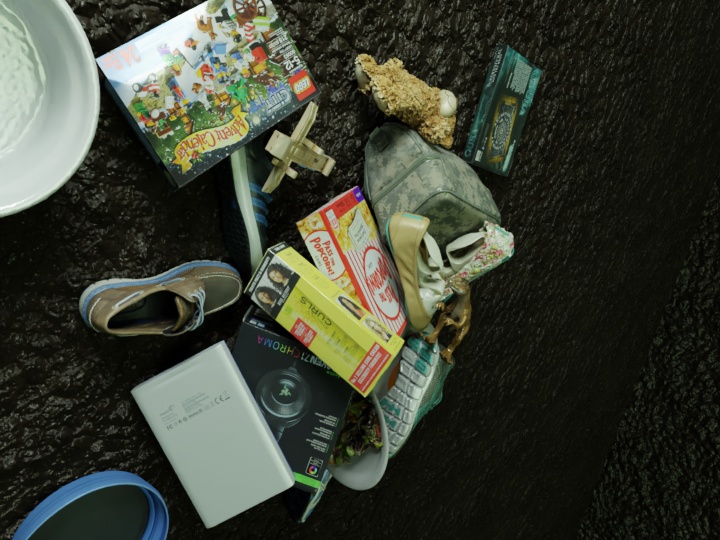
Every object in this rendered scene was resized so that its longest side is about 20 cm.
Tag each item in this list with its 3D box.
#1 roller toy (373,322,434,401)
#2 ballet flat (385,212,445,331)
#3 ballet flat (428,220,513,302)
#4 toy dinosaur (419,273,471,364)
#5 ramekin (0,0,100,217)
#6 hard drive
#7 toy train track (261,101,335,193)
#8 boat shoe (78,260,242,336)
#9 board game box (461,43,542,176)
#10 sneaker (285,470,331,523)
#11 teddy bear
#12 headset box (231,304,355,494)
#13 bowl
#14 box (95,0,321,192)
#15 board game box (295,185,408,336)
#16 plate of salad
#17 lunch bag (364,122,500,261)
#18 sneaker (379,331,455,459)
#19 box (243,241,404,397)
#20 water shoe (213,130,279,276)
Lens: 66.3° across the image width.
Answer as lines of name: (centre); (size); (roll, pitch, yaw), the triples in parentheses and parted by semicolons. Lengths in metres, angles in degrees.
roller toy: (0.035, 0.146, 0.912); (0.200, 0.138, 0.184); (-46, 135, -17)
ballet flat: (0.084, 0.011, 0.749); (0.070, 0.061, 0.203); (-65, 147, -41)
ballet flat: (0.137, -0.007, 0.823); (0.198, 0.077, 0.064); (-38, 116, 25)
toy dinosaur: (0.139, 0.078, 0.790); (0.107, 0.060, 0.201); (-48, 159, -14)
ramekin: (-0.320, -0.151, 0.432); (0.197, 0.097, 0.206); (-22, 124, -36)
hard drive: (-0.184, 0.209, 0.697); (0.129, 0.025, 0.205); (-25, 99, 3)
toy train track: (-0.061, -0.136, 0.678); (0.116, 0.032, 0.200); (-58, 171, 10)
boat shoe: (-0.219, 0.042, 0.651); (0.196, 0.072, 0.075); (-15, 121, -40)
board game box: (0.259, -0.285, 1.006); (0.133, 0.028, 0.206); (5, 105, -47)
sneaker: (-0.069, 0.344, 0.953); (0.076, 0.075, 0.205); (17, 99, -43)
teddy bear: (0.073, -0.239, 0.763); (0.196, 0.147, 0.067); (23, 117, -31)
headset box: (-0.108, 0.180, 0.755); (0.169, 0.093, 0.205); (21, 98, -6)
bowl: (-0.346, 0.352, 0.704); (0.197, 0.039, 0.207); (-22, 124, -37)
box: (-0.153, -0.198, 0.582); (0.199, 0.037, 0.139); (-40, 108, -23)
board game box: (0.000, 0.000, 0.756); (0.204, 0.045, 0.152); (64, 24, -11)
plate of salad: (-0.035, 0.237, 0.842); (0.047, 0.198, 0.206); (-10, 117, -42)
lunch bag: (0.102, -0.121, 0.834); (0.138, 0.172, 0.197); (-35, 147, 32)
sneaker: (0.085, 0.199, 0.836); (0.090, 0.077, 0.204); (23, 97, -41)
box: (-0.045, 0.058, 0.677); (0.076, 0.199, 0.050); (-53, 174, 23)
water shoe: (-0.128, -0.090, 0.678); (0.078, 0.071, 0.206); (-26, 127, -36)
